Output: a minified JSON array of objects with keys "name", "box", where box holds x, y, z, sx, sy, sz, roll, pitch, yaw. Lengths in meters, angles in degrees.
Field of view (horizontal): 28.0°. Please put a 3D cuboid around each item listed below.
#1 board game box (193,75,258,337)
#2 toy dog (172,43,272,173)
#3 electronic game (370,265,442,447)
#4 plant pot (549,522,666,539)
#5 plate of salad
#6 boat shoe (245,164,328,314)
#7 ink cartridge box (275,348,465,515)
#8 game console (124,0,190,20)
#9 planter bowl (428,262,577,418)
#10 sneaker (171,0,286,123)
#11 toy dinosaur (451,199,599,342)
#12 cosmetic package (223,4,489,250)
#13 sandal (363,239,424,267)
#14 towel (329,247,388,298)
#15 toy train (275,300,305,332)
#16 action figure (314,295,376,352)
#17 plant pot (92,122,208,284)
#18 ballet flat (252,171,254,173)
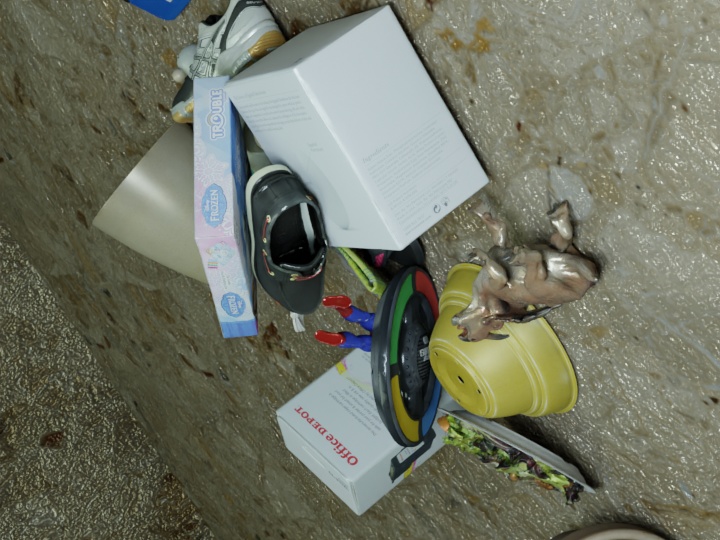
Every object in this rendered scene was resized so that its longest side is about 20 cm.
[{"name":"board game box","box":[-0.140,-0.065,1.516,0.199,0.043,0.200,81,-176,-59]},{"name":"toy dog","box":[-0.164,-0.177,1.726,0.200,0.096,0.132,37,154,36]},{"name":"electronic game","box":[0.057,0.094,1.590,0.042,0.200,0.200,0,133,21]},{"name":"plant pot","box":[0.265,0.362,1.598,0.200,0.200,0.175,56,178,-7]},{"name":"plate of salad","box":[0.170,0.209,1.613,0.200,0.048,0.200,29,174,3]},{"name":"boat shoe","box":[-0.070,-0.017,1.475,0.063,0.074,0.202,53,162,37]},{"name":"ink cartridge box","box":[0.019,0.176,1.753,0.146,0.200,0.083,39,155,33]},{"name":"game console","box":[-0.253,-0.399,1.672,0.170,0.119,0.200,25,166,-16]},{"name":"planter bowl","box":[0.134,0.097,1.553,0.200,0.083,0.201,43,157,23]},{"name":"sneaker","box":[-0.153,-0.237,1.606,0.200,0.076,0.088,-35,74,44]},{"name":"toy dinosaur","box":[0.167,0.008,1.356,0.200,0.086,0.136,0,136,45]},{"name":"cosmetic package","box":[-0.008,-0.137,1.418,0.200,0.123,0.199,57,161,-16]},{"name":"sandal","box":[0.008,-0.034,1.662,0.200,0.045,0.075,17,140,57]},{"name":"towel","box":[0.000,0.000,1.667,0.144,0.023,0.200,44,-179,21]},{"name":"toy train","box":[-0.075,-0.036,1.714,0.150,0.055,0.200,57,-160,-62]},{"name":"action figure","box":[0.018,0.073,1.614,0.052,0.066,0.200,5,172,26]},{"name":"plant pot","box":[-0.227,-0.070,1.951,0.200,0.187,0.187,40,160,-7]},{"name":"ballet flat","box":[-0.126,-0.070,1.853,0.067,0.070,0.200,24,145,52]}]
